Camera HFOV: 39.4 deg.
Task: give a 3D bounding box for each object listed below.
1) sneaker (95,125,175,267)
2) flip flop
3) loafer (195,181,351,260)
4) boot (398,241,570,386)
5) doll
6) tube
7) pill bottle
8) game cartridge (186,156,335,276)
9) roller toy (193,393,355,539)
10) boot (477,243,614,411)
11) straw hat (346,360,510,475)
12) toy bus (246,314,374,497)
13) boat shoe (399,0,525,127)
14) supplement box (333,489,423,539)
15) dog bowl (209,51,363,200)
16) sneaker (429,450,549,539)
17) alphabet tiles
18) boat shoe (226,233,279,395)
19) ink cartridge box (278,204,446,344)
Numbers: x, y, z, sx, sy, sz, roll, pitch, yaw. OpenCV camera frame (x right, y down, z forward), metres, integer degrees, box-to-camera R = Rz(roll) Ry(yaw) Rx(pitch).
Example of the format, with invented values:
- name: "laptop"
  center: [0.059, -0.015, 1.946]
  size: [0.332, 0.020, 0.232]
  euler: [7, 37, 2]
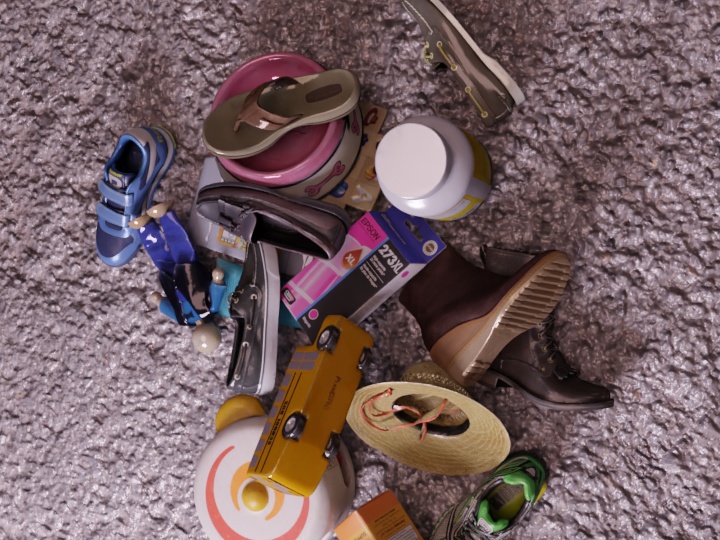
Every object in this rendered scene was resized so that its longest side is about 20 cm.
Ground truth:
- name: "sneaker"
  center: [-0.318, -0.102, 1.347]
  size: [0.073, 0.082, 0.202]
  euler: [21, 98, 15]
- name: "flip flop"
  center: [-0.096, -0.194, 1.184]
  size: [0.198, 0.058, 0.082]
  euler: [-16, 71, 7]
- name: "loafer"
  center: [-0.112, -0.058, 1.214]
  size: [0.198, 0.072, 0.063]
  euler: [10, 56, 12]
- name: "boot"
  center: [0.134, 0.015, 1.160]
  size: [0.200, 0.072, 0.167]
  euler: [-50, 44, 19]
- name: "doll"
  center: [-0.236, 0.014, 1.322]
  size: [0.136, 0.048, 0.201]
  euler: [-24, 92, 34]
- name: "tube"
  center: [-0.109, 0.039, 1.299]
  size: [0.198, 0.050, 0.078]
  euler: [12, 90, 23]
- name: "pill bottle"
  center: [0.082, -0.116, 1.152]
  size: [0.111, 0.200, 0.113]
  euler: [0, 90, 17]
- name: "game cartridge"
  center: [-0.128, -0.076, 1.309]
  size: [0.198, 0.041, 0.135]
  euler: [17, 99, 18]
- name: "roller toy"
  center: [-0.107, 0.266, 1.247]
  size: [0.181, 0.140, 0.202]
  euler: [15, 94, 17]
- name: "boot"
  center: [0.214, 0.063, 1.175]
  size: [0.198, 0.069, 0.176]
  euler: [15, 95, 23]
- name: "straw hat"
  center: [0.088, 0.157, 1.208]
  size: [0.199, 0.202, 0.086]
  euler: [3, 48, 18]
- name: "toy bus"
  center: [-0.055, 0.153, 1.152]
  size: [0.078, 0.065, 0.202]
  euler: [-9, 54, 53]
- name: "boat shoe"
  center: [0.111, -0.261, 1.210]
  size: [0.060, 0.072, 0.202]
  euler: [-42, 82, 9]
- name: "supplement box"
  center: [0.055, 0.367, 1.190]
  size: [0.201, 0.068, 0.067]
  euler: [54, 136, 15]
- name: "dog bowl"
  center: [-0.099, -0.181, 1.251]
  size: [0.198, 0.074, 0.202]
  euler: [-3, 74, 11]
- name: "sneaker"
  center: [0.140, 0.298, 1.193]
  size: [0.078, 0.085, 0.201]
  euler: [39, 105, 14]
- name: "alphabet tiles"
  center: [-0.056, -0.149, 1.275]
  size: [0.198, 0.006, 0.168]
  euler: [21, 79, 17]
- name: "boat shoe"
  center: [-0.135, 0.052, 1.240]
  size: [0.056, 0.069, 0.202]
  euler: [4, 79, -23]
- name: "ink cartridge box"
  center: [0.000, 0.000, 1.224]
  size: [0.200, 0.037, 0.095]
  euler: [-40, 61, 3]
